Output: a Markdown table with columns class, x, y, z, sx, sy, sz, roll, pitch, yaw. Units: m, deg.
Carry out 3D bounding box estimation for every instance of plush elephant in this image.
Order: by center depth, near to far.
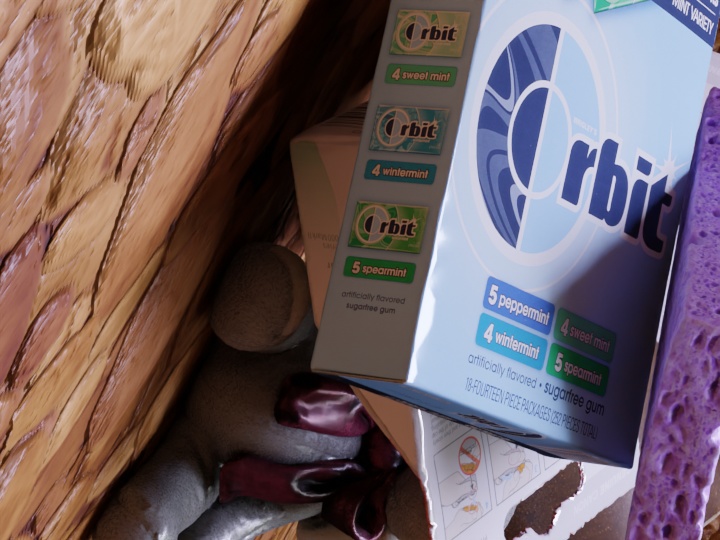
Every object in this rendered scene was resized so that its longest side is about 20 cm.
| class | x | y | z | sx | sy | sz | roll | pitch | yaw |
| --- | --- | --- | --- | --- | --- | --- | --- | --- | --- |
| plush elephant | 0.002 | 0.080 | 1.043 | 0.165 | 0.155 | 0.200 | -61 | 173 | 13 |

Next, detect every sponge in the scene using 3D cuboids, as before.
| class | x | y | z | sx | sy | sz | roll | pitch | yaw |
| --- | --- | --- | --- | --- | --- | --- | --- | --- | --- |
| sponge | 0.135 | 0.018 | 0.967 | 0.200 | 0.030 | 0.112 | -68 | 167 | -59 |

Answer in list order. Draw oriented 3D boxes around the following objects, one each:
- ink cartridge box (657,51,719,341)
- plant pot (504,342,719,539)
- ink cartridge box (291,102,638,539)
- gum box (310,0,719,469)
| class | x | y | z | sx | sy | sz | roll | pitch | yaw |
| --- | --- | --- | --- | --- | --- | --- | --- | --- | --- |
| ink cartridge box | 0.134 | -0.044 | 1.417 | 0.050 | 0.161 | 0.200 | 83 | 29 | -78 |
| plant pot | 0.079 | 0.054 | 1.306 | 0.187 | 0.200 | 0.187 | -21 | -174 | 2 |
| ink cartridge box | 0.049 | 0.019 | 0.977 | 0.161 | 0.050 | 0.200 | -29 | 120 | -48 |
| gum box | 0.065 | -0.041 | 0.898 | 0.170 | 0.044 | 0.200 | 24 | 75 | -54 |
